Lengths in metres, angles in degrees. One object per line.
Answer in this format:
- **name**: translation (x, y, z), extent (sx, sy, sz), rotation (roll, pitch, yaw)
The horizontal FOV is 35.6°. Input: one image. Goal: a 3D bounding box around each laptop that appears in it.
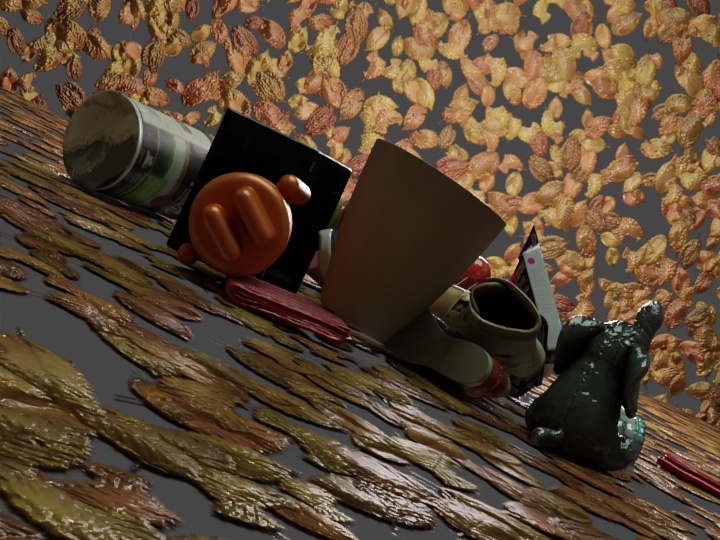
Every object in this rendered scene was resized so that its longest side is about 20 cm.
- **laptop**: translation (-0.125, -0.082, 1.451), extent (0.199, 0.189, 0.116), rotation (24, 2, -15)

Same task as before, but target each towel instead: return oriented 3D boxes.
- **towel**: translation (-0.088, 0.039, 1.276), extent (0.144, 0.023, 0.200), rotation (23, 2, -8)

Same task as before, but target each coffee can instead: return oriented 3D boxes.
- **coffee can**: translation (-0.322, -0.169, 1.675), extent (0.146, 0.147, 0.200), rotation (27, 4, 31)

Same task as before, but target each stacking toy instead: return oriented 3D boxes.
- **stacking toy**: translation (0.186, 0.060, 1.648), extent (0.085, 0.085, 0.201), rotation (29, -31, 52)

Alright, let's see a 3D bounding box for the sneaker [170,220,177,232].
- **sneaker**: translation (-0.221, -0.082, 1.619), extent (0.074, 0.085, 0.200), rotation (25, 3, -8)

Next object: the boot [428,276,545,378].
- **boot**: translation (0.137, 0.047, 1.381), extent (0.199, 0.073, 0.156), rotation (33, -14, 21)

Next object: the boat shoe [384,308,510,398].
- **boat shoe**: translation (0.100, 0.098, 1.359), extent (0.199, 0.072, 0.062), rotation (27, -5, 46)

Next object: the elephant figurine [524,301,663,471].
- **elephant figurine**: translation (0.273, 0.113, 1.277), extent (0.141, 0.201, 0.155), rotation (25, 3, -12)

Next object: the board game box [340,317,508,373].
- **board game box**: translation (0.085, 0.098, 1.505), extent (0.199, 0.041, 0.153), rotation (28, 4, 31)

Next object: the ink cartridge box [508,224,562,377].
- **ink cartridge box**: translation (0.247, 0.045, 1.609), extent (0.037, 0.202, 0.095), rotation (-2, -30, -10)

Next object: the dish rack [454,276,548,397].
- **dish rack**: translation (0.166, 0.080, 1.568), extent (0.199, 0.054, 0.154), rotation (35, -33, 31)

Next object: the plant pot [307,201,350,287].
- **plant pot**: translation (0.036, -0.018, 1.834), extent (0.179, 0.200, 0.200), rotation (40, 0, -13)

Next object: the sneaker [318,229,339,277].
- **sneaker**: translation (0.000, 0.000, 1.542), extent (0.084, 0.076, 0.200), rotation (-4, -18, 9)

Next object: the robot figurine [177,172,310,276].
- **robot figurine**: translation (-0.133, -0.054, 1.280), extent (0.116, 0.145, 0.200), rotation (24, 2, -5)

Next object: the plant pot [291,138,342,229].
- **plant pot**: translation (-0.130, -0.107, 1.740), extent (0.199, 0.201, 0.142), rotation (25, 5, 0)

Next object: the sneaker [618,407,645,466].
- **sneaker**: translation (0.306, 0.188, 1.477), extent (0.086, 0.078, 0.200), rotation (22, 3, -8)

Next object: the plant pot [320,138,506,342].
- **plant pot**: translation (0.042, -0.023, 1.345), extent (0.187, 0.201, 0.187), rotation (34, 0, 0)

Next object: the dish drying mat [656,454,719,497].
- **dish drying mat**: translation (0.521, 0.316, 1.598), extent (0.199, 0.018, 0.077), rotation (27, 2, 26)

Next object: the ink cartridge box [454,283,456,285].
- **ink cartridge box**: translation (0.160, 0.030, 1.770), extent (0.040, 0.201, 0.200), rotation (24, 4, 0)
